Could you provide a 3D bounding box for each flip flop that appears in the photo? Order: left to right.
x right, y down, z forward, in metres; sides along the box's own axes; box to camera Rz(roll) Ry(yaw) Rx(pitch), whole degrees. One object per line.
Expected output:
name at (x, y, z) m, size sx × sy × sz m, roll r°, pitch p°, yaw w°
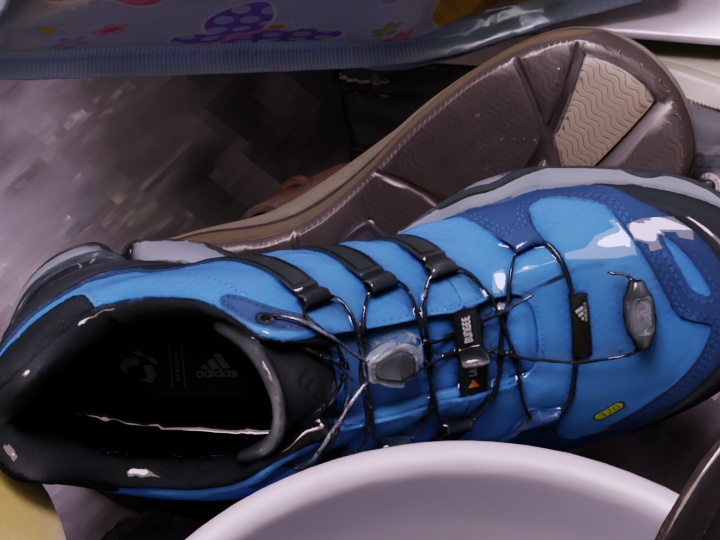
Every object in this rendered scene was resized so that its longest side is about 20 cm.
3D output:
flip flop at (0.000, 0.000, 0.793) m, size 0.200 × 0.058 × 0.081 m, roll -33°, pitch 98°, yaw 17°

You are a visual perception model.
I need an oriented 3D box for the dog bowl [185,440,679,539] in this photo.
dog bowl at (0.026, 0.144, 0.677) m, size 0.199 × 0.079 × 0.201 m, roll 5°, pitch 57°, yaw -8°

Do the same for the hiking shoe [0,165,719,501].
hiking shoe at (0.003, 0.026, 0.723) m, size 0.199 × 0.075 × 0.087 m, roll -10°, pitch 14°, yaw 12°

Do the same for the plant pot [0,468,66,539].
plant pot at (-0.185, 0.092, 0.696) m, size 0.199 × 0.142 × 0.201 m, roll -27°, pitch 43°, yaw 29°

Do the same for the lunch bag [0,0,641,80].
lunch bag at (-0.014, -0.142, 0.767) m, size 0.199 × 0.127 × 0.170 m, roll -6°, pitch 68°, yaw -22°

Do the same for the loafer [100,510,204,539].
loafer at (-0.057, 0.146, 0.734) m, size 0.071 × 0.063 × 0.201 m, roll 0°, pitch 61°, yaw 12°

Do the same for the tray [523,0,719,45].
tray at (0.151, -0.082, 0.812) m, size 0.199 × 0.022 × 0.107 m, roll 5°, pitch 21°, yaw 14°

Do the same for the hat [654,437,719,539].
hat at (0.134, 0.076, 0.636) m, size 0.200 × 0.201 × 0.081 m, roll -23°, pitch 21°, yaw -3°

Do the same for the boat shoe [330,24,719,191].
boat shoe at (0.084, -0.029, 0.809) m, size 0.198 × 0.066 × 0.075 m, roll 10°, pitch 18°, yaw 14°
